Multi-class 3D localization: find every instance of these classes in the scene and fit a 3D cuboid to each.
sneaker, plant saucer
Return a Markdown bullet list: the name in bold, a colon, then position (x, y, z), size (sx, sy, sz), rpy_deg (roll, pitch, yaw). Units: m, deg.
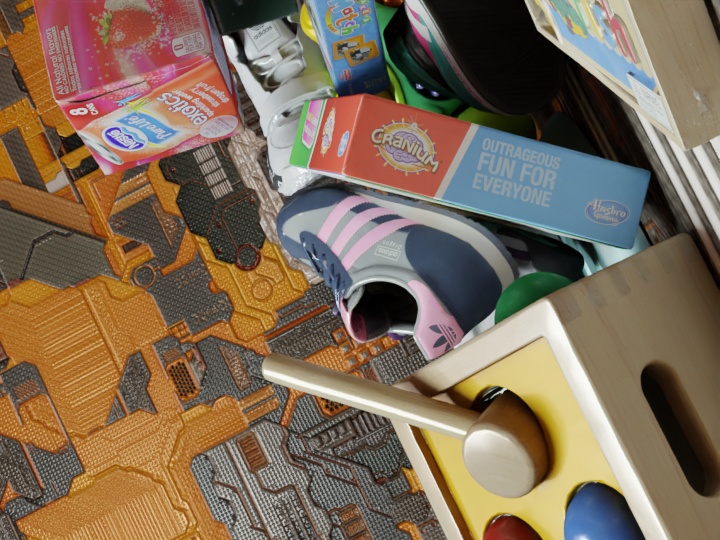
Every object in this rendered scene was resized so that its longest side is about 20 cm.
- **sneaker**: position (0.060, 0.009, 0.928), size (0.074, 0.089, 0.199), rpy_deg (13, -179, -40)
- **sneaker**: position (-0.055, -0.132, 1.006), size (0.116, 0.075, 0.200), rpy_deg (59, -173, -22)
- **sneaker**: position (0.040, -0.175, 0.804), size (0.201, 0.083, 0.121), rpy_deg (62, 172, -5)
- **sneaker**: position (0.000, 0.000, 0.871), size (0.199, 0.082, 0.070), rpy_deg (12, 144, 50)
- **plant saucer**: position (0.156, -0.003, 0.897), size (0.202, 0.027, 0.200), rpy_deg (63, -178, -4)

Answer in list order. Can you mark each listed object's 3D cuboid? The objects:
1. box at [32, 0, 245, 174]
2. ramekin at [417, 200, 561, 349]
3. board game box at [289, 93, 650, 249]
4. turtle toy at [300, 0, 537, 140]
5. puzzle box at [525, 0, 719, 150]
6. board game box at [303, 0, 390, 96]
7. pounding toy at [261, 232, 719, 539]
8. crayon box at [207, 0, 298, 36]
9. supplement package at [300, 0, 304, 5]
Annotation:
- **box**: position (-0.142, -0.174, 0.855), size (0.100, 0.094, 0.202), rpy_deg (72, -178, -69)
- **ramekin**: position (0.122, 0.023, 1.049), size (0.203, 0.093, 0.203), rpy_deg (59, -166, -24)
- **board game box**: position (0.049, -0.055, 0.780), size (0.200, 0.151, 0.041), rpy_deg (-152, 76, -78)
- **turtle toy**: position (0.053, -0.124, 0.973), size (0.145, 0.101, 0.202), rpy_deg (19, -137, -53)
- **puzzle box**: position (0.079, -0.135, 0.552), size (0.200, 0.025, 0.134), rpy_deg (-112, -4, -68)
- **board game box**: position (-0.030, -0.204, 0.780), size (0.200, 0.036, 0.153), rpy_deg (71, -179, -68)
- **pounding toy**: position (0.084, 0.084, 0.703), size (0.184, 0.141, 0.202), rpy_deg (-36, 79, 54)
- **crayon box**: position (-0.088, -0.246, 0.841), size (0.201, 0.050, 0.128), rpy_deg (-105, -2, -48)
- **supplement package**: position (0.009, -0.217, 1.103), size (0.201, 0.113, 0.110), rpy_deg (60, -178, -28)
